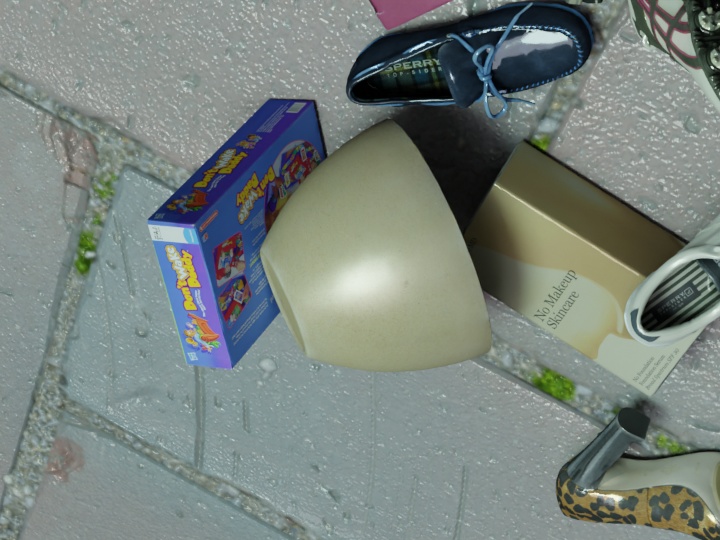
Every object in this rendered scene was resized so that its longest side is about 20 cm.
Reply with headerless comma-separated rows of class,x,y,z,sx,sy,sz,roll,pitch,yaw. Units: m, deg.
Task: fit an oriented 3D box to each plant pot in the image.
plant pot,0.000,0.000,1.489,0.134,0.200,0.201,-24,116,-8

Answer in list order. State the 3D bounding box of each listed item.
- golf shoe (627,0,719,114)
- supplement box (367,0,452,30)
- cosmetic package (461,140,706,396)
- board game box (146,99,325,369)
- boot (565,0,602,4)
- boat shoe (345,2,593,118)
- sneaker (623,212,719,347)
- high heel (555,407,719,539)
golf shoe,0.239,-0.173,1.326,0.200,0.077,0.088,68,156,19
supplement box,0.056,-0.276,1.295,0.103,0.200,0.131,-19,113,35
cosmetic package,0.179,-0.001,1.509,0.200,0.071,0.105,31,131,3
board game box,-0.089,-0.032,1.534,0.045,0.200,0.135,5,124,27
boot,0.222,-0.238,1.244,0.153,0.204,0.074,15,140,11
boat shoe,0.082,-0.149,1.455,0.200,0.069,0.084,-13,116,32
sneaker,0.282,-0.009,1.405,0.200,0.071,0.073,-43,91,9
high heel,0.267,0.211,1.623,0.200,0.071,0.143,36,137,2
